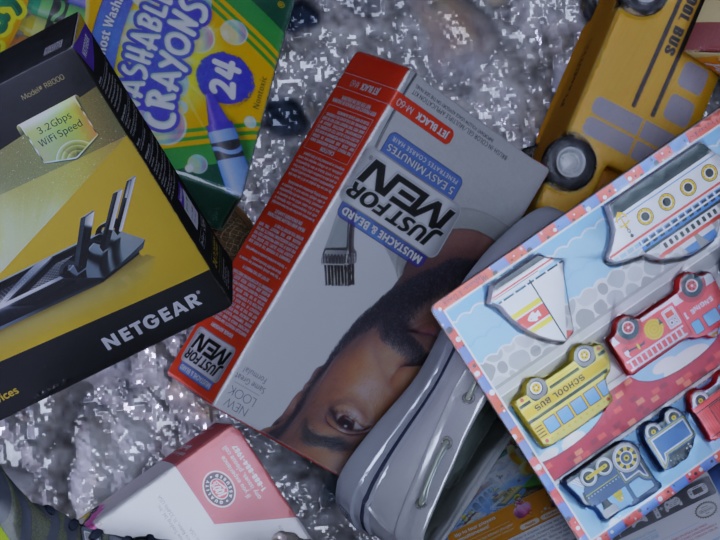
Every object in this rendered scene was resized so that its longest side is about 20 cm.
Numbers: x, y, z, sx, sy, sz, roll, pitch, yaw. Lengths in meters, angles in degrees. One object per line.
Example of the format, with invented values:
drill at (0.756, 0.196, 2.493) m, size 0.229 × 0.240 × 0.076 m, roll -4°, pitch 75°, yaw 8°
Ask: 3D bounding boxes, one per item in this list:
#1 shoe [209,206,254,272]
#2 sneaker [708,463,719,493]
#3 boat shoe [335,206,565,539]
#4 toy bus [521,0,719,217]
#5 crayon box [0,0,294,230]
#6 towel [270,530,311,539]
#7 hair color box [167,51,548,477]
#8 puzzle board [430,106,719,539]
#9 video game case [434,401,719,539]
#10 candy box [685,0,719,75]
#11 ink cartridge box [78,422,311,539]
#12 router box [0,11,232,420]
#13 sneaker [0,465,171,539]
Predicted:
shoe at (-0.153, -0.027, 1.072) m, size 0.199 × 0.053 × 0.070 m, roll 13°, pitch 51°, yaw -15°
sneaker at (0.247, 0.180, 1.139) m, size 0.200 × 0.077 × 0.076 m, roll 57°, pitch 41°, yaw -19°
boat shoe at (0.070, 0.063, 1.054) m, size 0.067 × 0.074 × 0.200 m, roll 31°, pitch 85°, yaw 34°
toy bus at (0.154, -0.109, 1.129) m, size 0.078 × 0.065 × 0.201 m, roll 25°, pitch 82°, yaw -11°
crayon box at (-0.146, -0.114, 1.053) m, size 0.199 × 0.052 × 0.126 m, roll 18°, pitch 64°, yaw -10°
towel at (-0.011, 0.216, 1.035) m, size 0.034 × 0.200 × 0.133 m, roll 20°, pitch 83°, yaw 35°
hair color box at (0.000, 0.000, 1.066) m, size 0.111 × 0.064 × 0.200 m, roll 31°, pitch 88°, yaw -32°
puzzle board at (0.156, 0.027, 1.027) m, size 0.200 × 0.017 × 0.151 m, roll -34°, pitch 95°, yaw -10°
video game case at (0.110, 0.122, 1.056) m, size 0.143 × 0.018 × 0.200 m, roll -26°, pitch 56°, yaw 2°
candy box at (0.288, -0.096, 1.098) m, size 0.200 × 0.115 × 0.055 m, roll 29°, pitch 81°, yaw -32°
ink cartridge box at (-0.121, 0.183, 1.057) m, size 0.200 × 0.067 × 0.117 m, roll -34°, pitch 94°, yaw -13°
router box at (-0.186, -0.012, 1.001) m, size 0.199 × 0.052 × 0.158 m, roll -27°, pitch 115°, yaw 9°
sneaker at (-0.130, 0.151, 0.993) m, size 0.081 × 0.074 × 0.200 m, roll -44°, pitch 103°, yaw -18°
